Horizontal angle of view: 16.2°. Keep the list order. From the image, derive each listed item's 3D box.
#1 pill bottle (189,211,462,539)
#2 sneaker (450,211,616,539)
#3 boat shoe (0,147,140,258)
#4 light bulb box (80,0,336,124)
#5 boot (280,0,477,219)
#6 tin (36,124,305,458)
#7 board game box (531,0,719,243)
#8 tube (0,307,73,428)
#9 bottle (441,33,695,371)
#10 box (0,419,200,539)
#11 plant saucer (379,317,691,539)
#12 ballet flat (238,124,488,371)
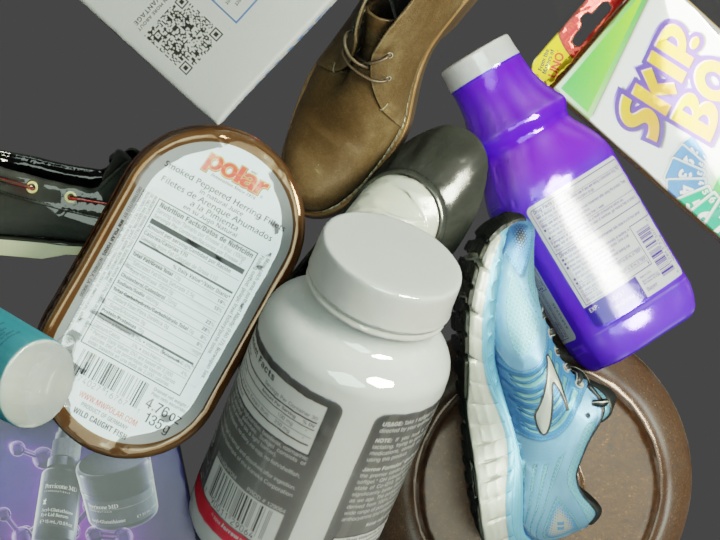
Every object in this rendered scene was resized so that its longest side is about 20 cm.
[{"bbox_3d":[-0.016,0.072,1.406,0.110,0.111,0.200,20,119,-6],"label":"pill bottle"},{"bbox_3d":[0.102,0.063,1.470,0.090,0.078,0.201,-6,103,-3],"label":"sneaker"},{"bbox_3d":[-0.138,-0.038,1.474,0.200,0.074,0.063,4,101,-1],"label":"boat shoe"},{"bbox_3d":[-0.082,-0.226,1.422,0.200,0.125,0.198,43,105,-6],"label":"light bulb box"},{"bbox_3d":[0.003,-0.123,1.468,0.073,0.075,0.200,32,99,17],"label":"boot"},{"bbox_3d":[-0.106,0.013,1.426,0.112,0.042,0.200,29,89,-10],"label":"tin"},{"bbox_3d":[0.205,-0.091,1.526,0.200,0.030,0.096,41,89,-3],"label":"board game box"},{"bbox_3d":[-0.241,0.033,1.429,0.050,0.200,0.078,30,86,-47],"label":"tube"},{"bbox_3d":[0.117,-0.042,1.496,0.083,0.065,0.200,-31,90,-24],"label":"bottle"},{"bbox_3d":[-0.202,0.122,1.478,0.199,0.079,0.142,-12,92,-4],"label":"box"},{"bbox_3d":[0.105,0.129,1.525,0.199,0.034,0.201,0,93,-4],"label":"plant saucer"},{"bbox_3d":[0.000,0.000,1.466,0.068,0.068,0.200,42,105,8],"label":"ballet flat"}]
